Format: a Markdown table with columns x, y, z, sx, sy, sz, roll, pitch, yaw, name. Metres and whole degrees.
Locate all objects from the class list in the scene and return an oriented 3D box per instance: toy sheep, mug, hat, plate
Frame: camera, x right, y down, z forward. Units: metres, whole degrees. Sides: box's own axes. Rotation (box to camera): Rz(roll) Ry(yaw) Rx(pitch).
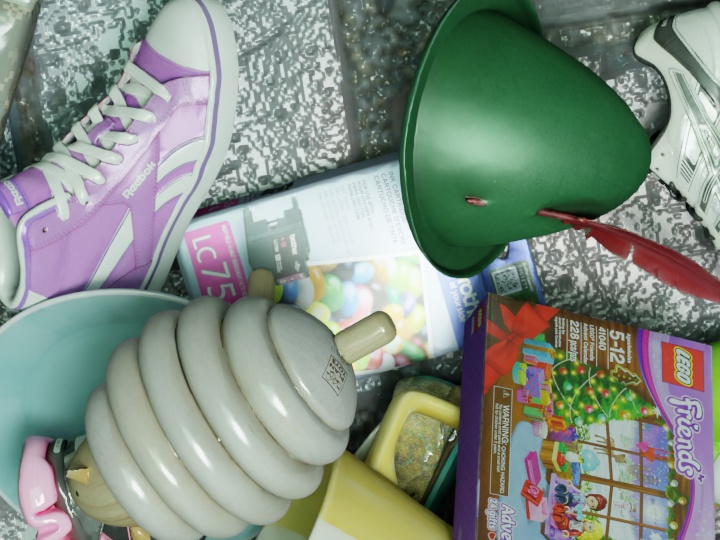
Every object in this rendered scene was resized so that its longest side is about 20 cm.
| x | y | z | sx | sy | sz | roll | pitch | yaw | name |
| --- | --- | --- | --- | --- | --- | --- | --- | --- | --- |
| -0.070 | 0.071 | 1.125 | 0.200 | 0.138 | 0.138 | -35 | 98 | 15 | toy sheep |
| 0.025 | 0.178 | 1.163 | 0.153 | 0.149 | 0.187 | 28 | 105 | -8 | mug |
| 0.141 | -0.059 | 1.157 | 0.176 | 0.200 | 0.166 | 12 | 87 | 28 | hat |
| -0.127 | 0.086 | 1.237 | 0.200 | 0.026 | 0.200 | 3 | 125 | 5 | plate |

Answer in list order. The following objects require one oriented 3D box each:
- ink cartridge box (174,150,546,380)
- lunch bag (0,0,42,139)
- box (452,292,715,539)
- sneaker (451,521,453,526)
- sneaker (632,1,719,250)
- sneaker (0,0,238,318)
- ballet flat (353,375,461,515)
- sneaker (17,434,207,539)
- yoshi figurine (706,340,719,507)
| x | y | z | sx | sy | sz | roll | pitch | yaw | name |
| --- | --- | --- | --- | --- | --- | --- | --- | --- | --- |
| 0.000 | 0.000 | 1.251 | 0.200 | 0.042 | 0.119 | -17 | 99 | -1 | ink cartridge box |
| -0.292 | -0.106 | 1.184 | 0.200 | 0.118 | 0.164 | 16 | 98 | -9 | lunch bag |
| 0.120 | 0.118 | 1.151 | 0.137 | 0.039 | 0.200 | 13 | 57 | -14 | box |
| 0.125 | 0.154 | 1.254 | 0.121 | 0.084 | 0.200 | 31 | 104 | -2 | sneaker |
| 0.205 | -0.053 | 1.241 | 0.088 | 0.076 | 0.200 | -9 | 93 | 12 | sneaker |
| -0.141 | -0.061 | 1.182 | 0.114 | 0.073 | 0.201 | 5 | 112 | -43 | sneaker |
| 0.010 | 0.153 | 1.266 | 0.071 | 0.071 | 0.200 | 23 | 98 | -5 | ballet flat |
| -0.121 | 0.171 | 1.237 | 0.095 | 0.079 | 0.200 | -20 | 116 | 2 | sneaker |
| 0.262 | 0.096 | 1.247 | 0.200 | 0.112 | 0.112 | 12 | 82 | -1 | yoshi figurine |
